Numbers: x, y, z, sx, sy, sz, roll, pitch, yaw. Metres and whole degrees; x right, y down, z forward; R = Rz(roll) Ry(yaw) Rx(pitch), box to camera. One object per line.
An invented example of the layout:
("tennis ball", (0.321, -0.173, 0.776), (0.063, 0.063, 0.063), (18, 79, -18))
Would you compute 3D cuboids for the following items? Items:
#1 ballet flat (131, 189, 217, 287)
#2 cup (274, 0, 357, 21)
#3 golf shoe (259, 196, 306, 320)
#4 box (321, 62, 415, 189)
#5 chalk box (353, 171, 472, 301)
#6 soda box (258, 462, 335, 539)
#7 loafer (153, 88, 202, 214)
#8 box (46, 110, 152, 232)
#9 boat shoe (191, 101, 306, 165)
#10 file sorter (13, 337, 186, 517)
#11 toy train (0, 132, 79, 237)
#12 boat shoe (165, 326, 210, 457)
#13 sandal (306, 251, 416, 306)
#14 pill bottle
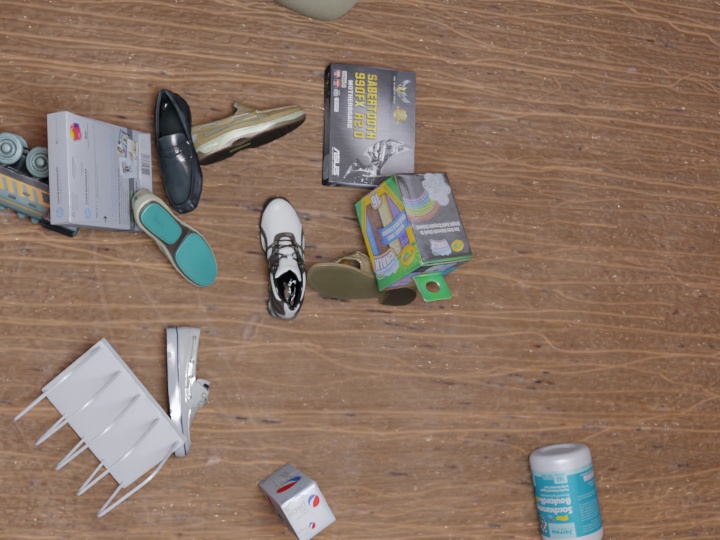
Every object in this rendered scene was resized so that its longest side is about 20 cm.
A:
("ballet flat", (-0.294, -0.053, 1.456), (0.070, 0.069, 0.201), (-46, 134, -15))
("cup", (-0.070, -0.496, 1.511), (0.143, 0.199, 0.202), (44, 75, -38))
("golf shoe", (-0.118, -0.023, 1.506), (0.076, 0.094, 0.205), (-7, 87, -16))
("box", (0.015, -0.242, 1.582), (0.155, 0.048, 0.205), (3, 86, -17))
("chalk box", (0.092, -0.044, 1.521), (0.122, 0.123, 0.204), (-6, 75, -39))
("soda box", (-0.102, 0.356, 1.434), (0.063, 0.200, 0.069), (-31, 96, -15))
("loafer", (-0.291, -0.186, 1.442), (0.067, 0.070, 0.205), (-15, 69, 11))
("box", (-0.385, -0.141, 1.385), (0.040, 0.199, 0.160), (-3, 88, 21))
("boat shoe", (-0.187, -0.243, 1.512), (0.196, 0.072, 0.078), (-22, 82, -17))
("file sorter", (-0.385, 0.237, 1.363), (0.138, 0.125, 0.201), (-35, 99, 19))
("toy train", (-0.492, -0.131, 1.403), (0.196, 0.085, 0.116), (22, 90, -15))
("boat shoe", (-0.270, 0.189, 1.462), (0.068, 0.071, 0.205), (-2, 81, -14))
("sandal", (-0.003, 0.004, 1.565), (0.208, 0.078, 0.071), (13, 45, -26))
("pill bottle", (0.364, 0.414, 1.624), (0.108, 0.111, 0.205), (-10, 89, -17))
